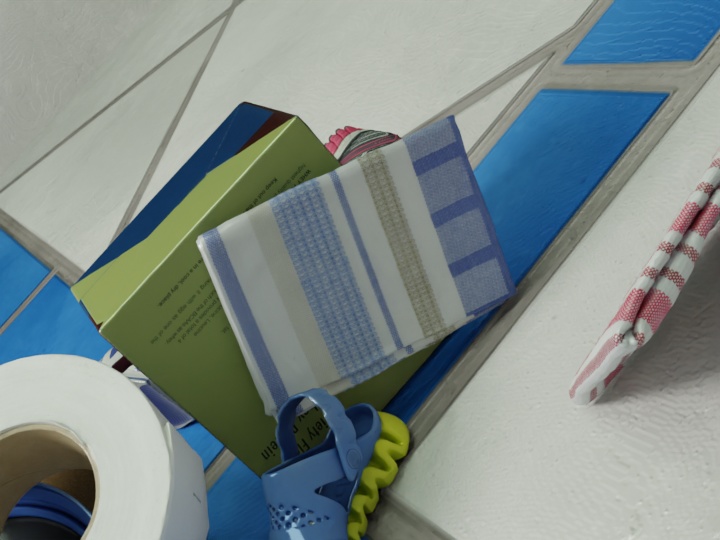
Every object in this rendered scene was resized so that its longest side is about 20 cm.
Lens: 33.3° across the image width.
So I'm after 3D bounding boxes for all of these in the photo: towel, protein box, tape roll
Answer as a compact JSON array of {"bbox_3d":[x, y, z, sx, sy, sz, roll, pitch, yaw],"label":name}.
[{"bbox_3d":[0.184,-0.018,0.668,0.201,0.030,0.147,-55,-12,-13],"label":"towel"},{"bbox_3d":[0.000,0.000,0.820,0.198,0.149,0.024,-27,20,-9],"label":"towel"},{"bbox_3d":[-0.068,0.021,0.893,0.199,0.200,0.135,-47,24,-6],"label":"protein box"},{"bbox_3d":[-0.197,0.157,0.751,0.199,0.071,0.205,-7,58,11],"label":"tape roll"}]

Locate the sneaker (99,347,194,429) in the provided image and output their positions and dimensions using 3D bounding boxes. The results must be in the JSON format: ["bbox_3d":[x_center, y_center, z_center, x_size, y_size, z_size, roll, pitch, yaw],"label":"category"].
[{"bbox_3d":[-0.201,0.082,1.160,0.198,0.080,0.116,-8,45,56],"label":"sneaker"}]

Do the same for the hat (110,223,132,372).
[{"bbox_3d":[-0.152,0.054,1.108,0.165,0.197,0.179,145,130,-63],"label":"hat"}]

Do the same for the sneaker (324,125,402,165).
[{"bbox_3d":[-0.022,-0.051,1.088,0.074,0.081,0.202,9,61,37],"label":"sneaker"}]

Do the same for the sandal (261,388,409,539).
[{"bbox_3d":[-0.036,0.156,0.772,0.079,0.087,0.202,-23,34,36],"label":"sandal"}]

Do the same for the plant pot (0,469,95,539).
[{"bbox_3d":[-0.258,0.247,0.904,0.185,0.185,0.202,-13,51,50],"label":"plant pot"}]

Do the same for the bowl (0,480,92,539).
[{"bbox_3d":[-0.241,0.237,0.782,0.197,0.040,0.203,-7,59,11],"label":"bowl"}]
